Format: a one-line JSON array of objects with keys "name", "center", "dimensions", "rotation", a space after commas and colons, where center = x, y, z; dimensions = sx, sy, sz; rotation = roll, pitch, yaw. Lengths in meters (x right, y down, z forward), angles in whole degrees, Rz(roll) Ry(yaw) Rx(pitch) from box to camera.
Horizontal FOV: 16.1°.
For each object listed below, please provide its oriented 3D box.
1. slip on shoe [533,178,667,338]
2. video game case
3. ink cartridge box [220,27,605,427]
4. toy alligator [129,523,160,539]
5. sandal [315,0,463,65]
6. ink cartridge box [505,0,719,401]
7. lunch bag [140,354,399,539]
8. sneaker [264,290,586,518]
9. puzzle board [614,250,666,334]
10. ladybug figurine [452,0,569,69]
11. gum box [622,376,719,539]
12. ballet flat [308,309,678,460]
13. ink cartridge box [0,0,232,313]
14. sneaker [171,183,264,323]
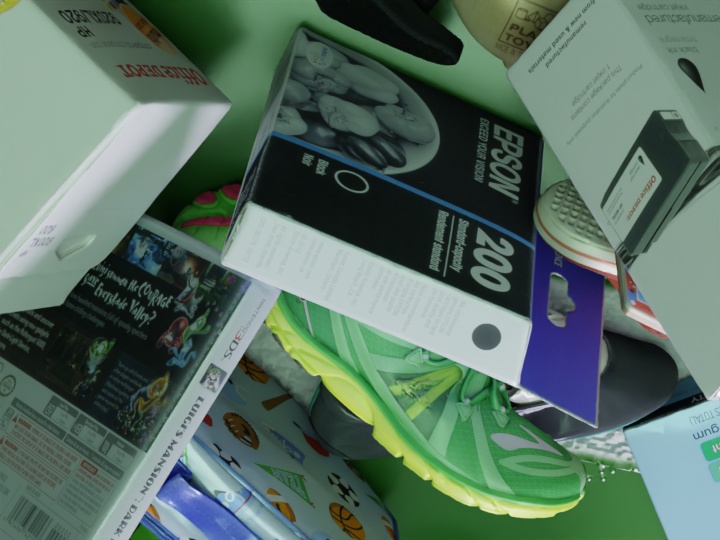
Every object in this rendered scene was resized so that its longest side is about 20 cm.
[{"name": "slip on shoe", "center": [0.157, 0.005, 1.306], "dimensions": [0.200, 0.074, 0.061], "rotation": [19, 122, -44]}, {"name": "video game case", "center": [-0.140, 0.057, 1.277], "dimensions": [0.023, 0.200, 0.182], "rotation": [35, 85, -34]}, {"name": "ink cartridge box", "center": [0.040, -0.026, 1.265], "dimensions": [0.200, 0.198, 0.043], "rotation": [25, 119, -8]}, {"name": "toy alligator", "center": [-0.122, 0.136, 1.383], "dimensions": [0.200, 0.059, 0.054], "rotation": [19, 126, 6]}, {"name": "sandal", "center": [0.010, -0.145, 1.236], "dimensions": [0.075, 0.200, 0.048], "rotation": [24, 86, 19]}, {"name": "ink cartridge box", "center": [0.185, -0.044, 1.218], "dimensions": [0.084, 0.145, 0.200], "rotation": [-49, 60, 37]}, {"name": "lunch bag", "center": [-0.067, 0.113, 1.337], "dimensions": [0.200, 0.160, 0.076], "rotation": [42, 105, -13]}, {"name": "sneaker", "center": [0.039, 0.049, 1.277], "dimensions": [0.200, 0.074, 0.084], "rotation": [40, 109, -4]}, {"name": "puzzle board", "center": [0.210, 0.004, 1.277], "dimensions": [0.200, 0.151, 0.017], "rotation": [24, 128, -21]}, {"name": "ladybug figurine", "center": [0.111, -0.193, 1.269], "dimensions": [0.136, 0.072, 0.200], "rotation": [22, 108, -7]}, {"name": "gum box", "center": [0.256, 0.136, 1.399], "dimensions": [0.170, 0.045, 0.200], "rotation": [-21, 107, 9]}, {"name": "ballet flat", "center": [0.070, 0.057, 1.351], "dimensions": [0.200, 0.073, 0.073], "rotation": [-9, 109, 0]}, {"name": "ink cartridge box", "center": [-0.194, -0.095, 1.239], "dimensions": [0.200, 0.147, 0.145], "rotation": [45, 103, 9]}, {"name": "sneaker", "center": [0.000, 0.000, 1.350], "dimensions": [0.200, 0.077, 0.084], "rotation": [4, 124, 5]}]
